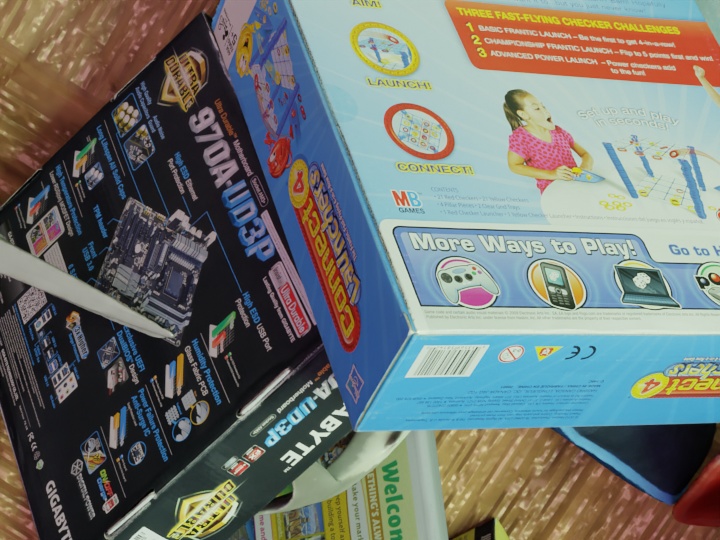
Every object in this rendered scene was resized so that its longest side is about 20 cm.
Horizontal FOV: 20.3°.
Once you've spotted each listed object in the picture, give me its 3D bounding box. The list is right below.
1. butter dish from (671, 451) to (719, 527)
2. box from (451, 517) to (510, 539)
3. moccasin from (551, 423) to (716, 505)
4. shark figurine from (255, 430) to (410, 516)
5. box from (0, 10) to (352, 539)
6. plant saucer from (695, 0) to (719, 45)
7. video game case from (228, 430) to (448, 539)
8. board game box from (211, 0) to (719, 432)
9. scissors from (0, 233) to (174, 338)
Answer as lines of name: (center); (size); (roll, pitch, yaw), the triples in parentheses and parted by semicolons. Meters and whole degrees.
butter dish: (0.227, 0.145, 0.799); (0.198, 0.200, 0.149); (4, 76, 3)
box: (-0.015, 0.185, 0.900); (0.199, 0.075, 0.050); (-28, 99, 7)
moccasin: (0.087, 0.030, 0.833); (0.080, 0.200, 0.068); (32, 88, 40)
shark figurine: (0.002, 0.022, 0.858); (0.089, 0.128, 0.216); (4, 69, 42)
box: (-0.078, 0.013, 0.809); (0.159, 0.200, 0.046); (-42, 135, 15)
plant saucer: (0.208, -0.055, 0.855); (0.200, 0.039, 0.202); (1, 101, 3)
video game case: (-0.045, 0.165, 0.859); (0.181, 0.022, 0.201); (-14, 66, 16)
board game box: (0.065, -0.036, 0.755); (0.199, 0.197, 0.056); (2, 139, -28)
scissors: (-0.160, -0.019, 0.790); (0.199, 0.014, 0.074); (9, 106, 26)
